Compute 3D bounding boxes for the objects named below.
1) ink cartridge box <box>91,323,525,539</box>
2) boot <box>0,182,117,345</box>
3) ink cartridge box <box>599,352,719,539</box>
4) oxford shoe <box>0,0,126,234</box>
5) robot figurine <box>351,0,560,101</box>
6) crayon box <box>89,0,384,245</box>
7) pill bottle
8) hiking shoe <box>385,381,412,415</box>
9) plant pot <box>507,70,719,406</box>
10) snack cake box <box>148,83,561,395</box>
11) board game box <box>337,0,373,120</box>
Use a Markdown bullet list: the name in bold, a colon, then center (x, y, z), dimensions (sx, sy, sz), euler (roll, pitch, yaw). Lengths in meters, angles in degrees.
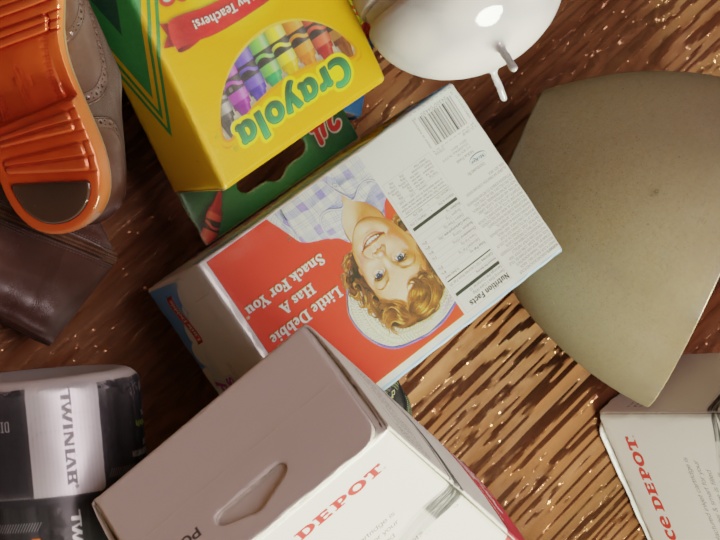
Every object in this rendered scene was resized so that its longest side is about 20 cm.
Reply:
- **ink cartridge box**: center (-0.020, 0.133, 1.364), dimensions (0.147, 0.083, 0.200), euler (-39, 144, 4)
- **boot**: center (-0.207, -0.071, 1.379), dimensions (0.200, 0.064, 0.187), euler (19, 77, -38)
- **ink cartridge box**: center (0.263, 0.128, 1.638), dimensions (0.086, 0.200, 0.147), euler (-37, 110, -34)
- **oxford shoe**: center (-0.165, -0.119, 1.365), dimensions (0.073, 0.071, 0.200), euler (-20, 98, -70)
- **robot figurine**: center (0.037, -0.187, 1.443), dimensions (0.113, 0.170, 0.200), euler (-26, 82, 8)
- **crayon box**: center (-0.069, -0.130, 1.418), dimensions (0.127, 0.051, 0.200), euler (-38, 111, -32)
- **pill bottle**: center (-0.157, 0.152, 1.378), dimensions (0.106, 0.106, 0.200), euler (-7, 92, -37)
- **hiking shoe**: center (-0.013, 0.095, 1.507), dimensions (0.101, 0.076, 0.200), euler (17, 77, -32)
- **plant pot**: center (0.149, -0.037, 1.586), dimensions (0.134, 0.200, 0.200), euler (23, 71, 3)
- **snack cake box**: center (0.000, 0.000, 1.458), dimensions (0.200, 0.067, 0.115), euler (-36, 96, -31)
- **board game box**: center (-0.075, -0.201, 1.483), dimensions (0.196, 0.056, 0.200), euler (16, 79, -36)
